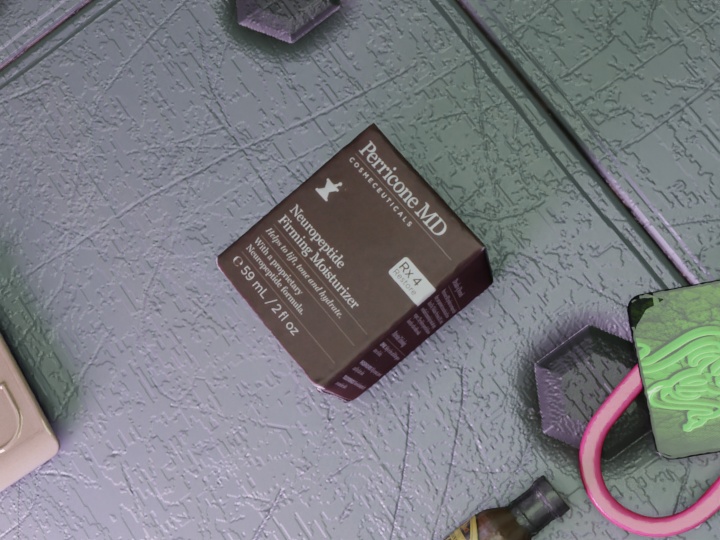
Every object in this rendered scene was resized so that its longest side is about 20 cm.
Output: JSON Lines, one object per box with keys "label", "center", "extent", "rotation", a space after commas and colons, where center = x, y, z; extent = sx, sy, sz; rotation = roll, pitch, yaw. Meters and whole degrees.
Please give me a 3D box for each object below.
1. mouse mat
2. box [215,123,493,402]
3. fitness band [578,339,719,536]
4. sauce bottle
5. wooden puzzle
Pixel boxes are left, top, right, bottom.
{"label": "mouse mat", "center": [0.362, 0.083, 1.024], "extent": [0.200, 0.008, 0.161], "rotation": [-12, 75, 14]}
{"label": "box", "center": [0.000, 0.000, 1.065], "extent": [0.200, 0.164, 0.166], "rotation": [-41, 75, 0]}
{"label": "fitness band", "center": [0.300, 0.160, 1.046], "extent": [0.144, 0.037, 0.200], "rotation": [40, 87, 15]}
{"label": "sauce bottle", "center": [0.111, 0.273, 1.046], "extent": [0.200, 0.065, 0.065], "rotation": [-39, 75, -1]}
{"label": "wooden puzzle", "center": [-0.438, 0.155, 1.180], "extent": [0.185, 0.046, 0.200], "rotation": [-34, 80, 3]}
